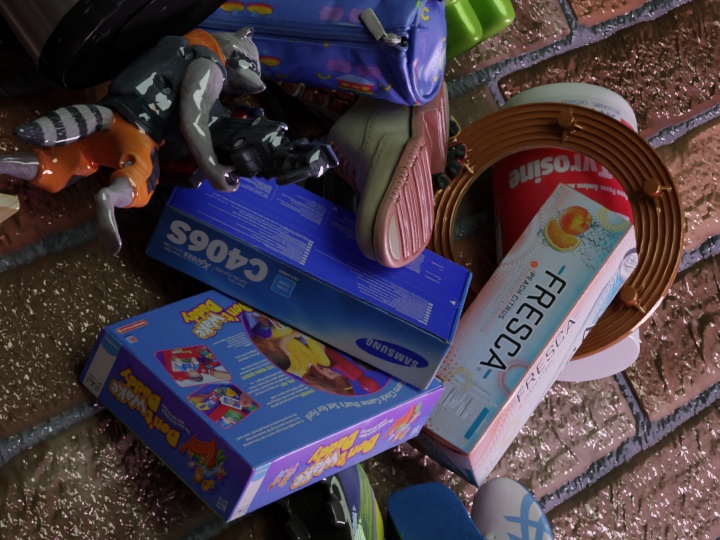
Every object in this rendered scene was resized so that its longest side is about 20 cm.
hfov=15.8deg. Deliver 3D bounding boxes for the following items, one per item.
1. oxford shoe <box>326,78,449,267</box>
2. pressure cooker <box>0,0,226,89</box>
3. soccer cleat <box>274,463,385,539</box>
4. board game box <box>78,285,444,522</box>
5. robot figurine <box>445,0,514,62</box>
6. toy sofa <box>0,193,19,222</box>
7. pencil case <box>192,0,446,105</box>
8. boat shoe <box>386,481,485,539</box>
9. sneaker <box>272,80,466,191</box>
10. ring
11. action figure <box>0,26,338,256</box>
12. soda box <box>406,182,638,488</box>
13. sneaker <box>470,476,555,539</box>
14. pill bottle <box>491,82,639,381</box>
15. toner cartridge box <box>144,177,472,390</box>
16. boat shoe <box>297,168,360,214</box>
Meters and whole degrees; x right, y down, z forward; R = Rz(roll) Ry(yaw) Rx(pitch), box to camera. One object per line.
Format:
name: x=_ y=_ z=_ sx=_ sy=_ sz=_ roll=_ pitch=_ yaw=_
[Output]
oxford shoe: x=0.012 y=-0.063 z=1.699 sx=0.200 sy=0.073 sz=0.071 roll=-72 pitch=159 yaw=-59
pressure cooker: x=-0.173 y=-0.236 z=1.606 sx=0.178 sy=0.176 sz=0.201 roll=-32 pitch=83 yaw=-31
soccer cleat: x=0.005 y=0.204 z=1.637 sx=0.084 sy=0.064 sz=0.202 roll=-1 pitch=71 yaw=-61
board game box: x=-0.058 y=0.070 z=1.615 sx=0.134 sy=0.045 sz=0.199 roll=42 pitch=33 yaw=21
robot figurine: x=0.029 y=-0.247 z=1.893 sx=0.175 sy=0.115 sz=0.201 roll=-33 pitch=93 yaw=-43
toy sofa: x=-0.272 y=-0.111 z=1.503 sx=0.097 sy=0.083 sz=0.202 roll=9 pitch=61 yaw=-46
pencil case: x=-0.039 y=-0.157 z=1.701 sx=0.087 sy=0.198 sz=0.079 roll=5 pitch=94 yaw=-77
boat shoe: x=0.069 y=0.215 z=1.640 sx=0.201 sy=0.083 sz=0.069 roll=-104 pitch=-173 yaw=-54
sneaker: x=-0.011 y=-0.127 z=1.823 sx=0.200 sy=0.078 sz=0.082 roll=49 pitch=-5 yaw=2
ring: x=0.128 y=-0.030 z=1.831 sx=0.019 sy=0.199 sz=0.202 roll=68 pitch=12 yaw=-66
action figure: x=-0.115 y=-0.088 z=1.569 sx=0.193 sy=0.199 sz=0.105 roll=-43 pitch=122 yaw=-39
soda box: x=0.107 y=0.044 z=1.754 sx=0.063 sy=0.068 sz=0.200 roll=32 pitch=75 yaw=20
sneaker: x=0.087 y=0.219 z=1.714 sx=0.072 sy=0.072 sz=0.201 roll=25 pitch=47 yaw=-27
pill bottle: x=0.154 y=-0.027 z=1.901 sx=0.112 sy=0.112 sz=0.201 roll=24 pitch=51 yaw=-37
toner cartridge box: x=-0.031 y=-0.005 z=1.660 sx=0.199 sy=0.043 sz=0.095 roll=26 pitch=32 yaw=-3
boat shoe: x=0.000 y=0.000 z=1.754 sx=0.075 sy=0.062 sz=0.201 roll=21 pitch=52 yaw=-37
